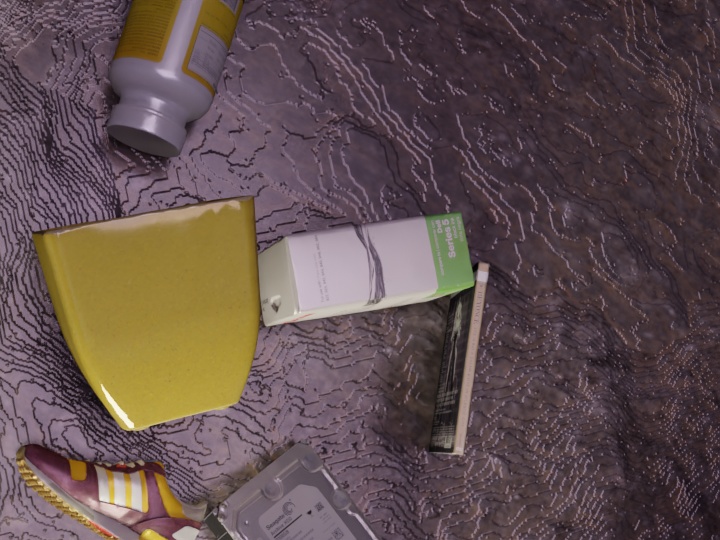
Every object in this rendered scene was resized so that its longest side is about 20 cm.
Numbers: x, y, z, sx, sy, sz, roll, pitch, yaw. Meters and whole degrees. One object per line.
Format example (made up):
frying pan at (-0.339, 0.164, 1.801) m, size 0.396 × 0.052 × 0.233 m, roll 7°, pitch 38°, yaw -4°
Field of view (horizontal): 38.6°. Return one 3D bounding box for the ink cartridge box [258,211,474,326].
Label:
ink cartridge box at (0.000, 0.000, 1.108) m, size 0.198 × 0.145 × 0.085 m, roll -8°, pitch 85°, yaw -20°

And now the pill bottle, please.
pill bottle at (-0.199, -0.228, 1.085) m, size 0.111 × 0.112 × 0.202 m, roll 19°, pitch 77°, yaw -16°

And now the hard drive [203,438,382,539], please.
hard drive at (-0.050, 0.293, 1.070) m, size 0.139 × 0.038 × 0.201 m, roll -32°, pitch 79°, yaw -38°

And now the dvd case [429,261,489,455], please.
dvd case at (0.108, 0.101, 1.132) m, size 0.016 × 0.149 × 0.202 m, roll 9°, pitch 80°, yaw -4°

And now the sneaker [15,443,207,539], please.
sneaker at (-0.249, 0.218, 1.039) m, size 0.200 × 0.075 × 0.091 m, roll 40°, pitch 64°, yaw -17°

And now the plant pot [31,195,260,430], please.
plant pot at (-0.203, 0.043, 1.015) m, size 0.194 × 0.194 × 0.202 m, roll -11°, pitch 96°, yaw -20°
